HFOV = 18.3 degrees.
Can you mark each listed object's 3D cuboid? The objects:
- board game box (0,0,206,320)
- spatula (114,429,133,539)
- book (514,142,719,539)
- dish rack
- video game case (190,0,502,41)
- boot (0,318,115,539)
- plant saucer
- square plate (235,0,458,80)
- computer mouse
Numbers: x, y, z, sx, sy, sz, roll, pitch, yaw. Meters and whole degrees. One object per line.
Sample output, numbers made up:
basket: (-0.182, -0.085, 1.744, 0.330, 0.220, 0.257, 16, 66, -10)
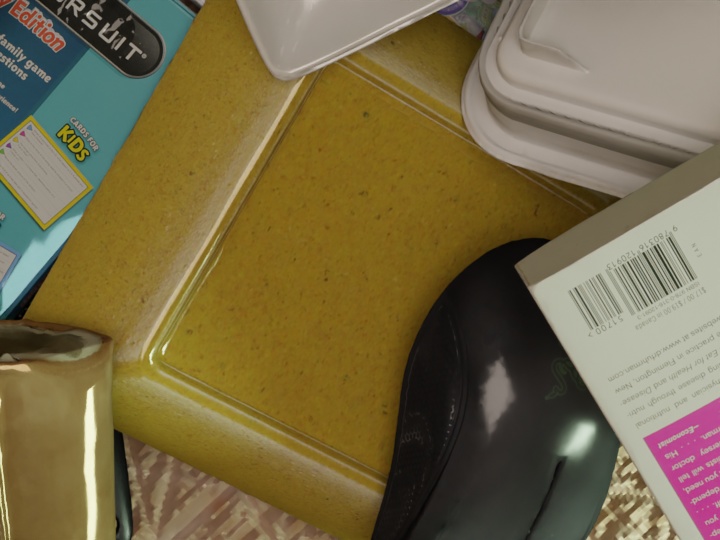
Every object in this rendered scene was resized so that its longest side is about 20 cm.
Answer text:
board game box: (-0.166, -0.054, 0.852, 0.151, 0.047, 0.200, 40, 88, 3)
spatula: (-0.110, 0.012, 0.880, 0.057, 0.021, 0.200, -6, 85, -2)
book: (0.158, 0.049, 0.739, 0.134, 0.048, 0.200, -30, 109, 4)
dish rack: (0.140, -0.115, 0.795, 0.172, 0.044, 0.200, 18, 68, 24)
video game case: (0.044, -0.146, 0.882, 0.143, 0.018, 0.200, 38, 92, -5)
boot: (-0.095, 0.119, 0.808, 0.175, 0.066, 0.200, -3, 106, -2)
plant saucer: (0.000, 0.000, 0.843, 0.200, 0.048, 0.200, 29, 93, -25)
square plate: (0.018, -0.194, 0.758, 0.198, 0.028, 0.200, -25, 110, 0)
computer mouse: (0.058, 0.088, 0.838, 0.138, 0.053, 0.200, -3, 112, -31)
